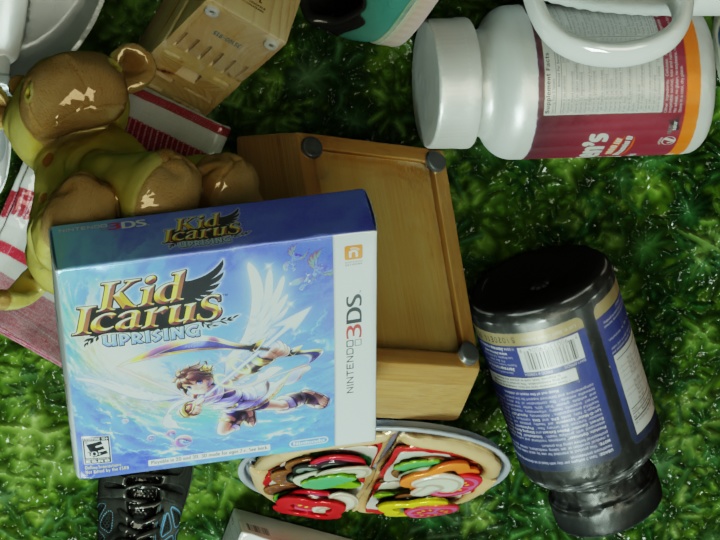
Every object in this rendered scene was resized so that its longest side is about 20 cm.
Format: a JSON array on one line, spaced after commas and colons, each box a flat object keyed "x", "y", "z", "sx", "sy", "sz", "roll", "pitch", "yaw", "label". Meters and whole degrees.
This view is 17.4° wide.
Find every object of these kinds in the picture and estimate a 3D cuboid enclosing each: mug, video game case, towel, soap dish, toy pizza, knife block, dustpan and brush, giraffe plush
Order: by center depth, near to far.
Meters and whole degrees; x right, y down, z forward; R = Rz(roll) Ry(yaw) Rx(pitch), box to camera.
[{"x": -0.089, "y": 0.043, "z": 1.481, "sx": 0.199, "sy": 0.046, "sz": 0.182, "roll": -7, "pitch": 130, "yaw": -8, "label": "video game case"}, {"x": -0.175, "y": -0.075, "z": 1.545, "sx": 0.172, "sy": 0.200, "sz": 0.163, "roll": -4, "pitch": 71, "yaw": -38, "label": "giraffe plush"}, {"x": 0.168, "y": -0.227, "z": 1.602, "sx": 0.174, "sy": 0.201, "sz": 0.148, "roll": 1, "pitch": 153, "yaw": -2, "label": "mug"}, {"x": -0.242, "y": -0.154, "z": 1.604, "sx": 0.139, "sy": 0.057, "sz": 0.201, "roll": 4, "pitch": 110, "yaw": -14, "label": "dustpan and brush"}, {"x": -0.184, "y": -0.032, "z": 1.626, "sx": 0.144, "sy": 0.023, "sz": 0.201, "roll": 26, "pitch": 98, "yaw": 23, "label": "towel"}, {"x": -0.078, "y": -0.217, "z": 1.627, "sx": 0.064, "sy": 0.176, "sz": 0.200, "roll": 29, "pitch": 146, "yaw": -19, "label": "knife block"}, {"x": 0.000, "y": 0.000, "z": 1.632, "sx": 0.157, "sy": 0.081, "sz": 0.201, "roll": 6, "pitch": 66, "yaw": -35, "label": "soap dish"}, {"x": 0.010, "y": 0.153, "z": 1.712, "sx": 0.199, "sy": 0.200, "sz": 0.032, "roll": 5, "pitch": 68, "yaw": -14, "label": "toy pizza"}]

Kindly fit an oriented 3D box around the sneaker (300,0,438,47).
[{"x": 0.026, "y": -0.226, "z": 1.588, "sx": 0.080, "sy": 0.072, "sz": 0.200, "roll": 0, "pitch": 141, "yaw": -31, "label": "sneaker"}]

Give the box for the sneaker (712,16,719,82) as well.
[{"x": 0.312, "y": -0.196, "z": 1.683, "sx": 0.076, "sy": 0.111, "sz": 0.201, "roll": 7, "pitch": 108, "yaw": -15, "label": "sneaker"}]

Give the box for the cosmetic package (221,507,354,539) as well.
[{"x": -0.016, "y": 0.250, "z": 1.802, "sx": 0.199, "sy": 0.051, "sz": 0.083, "roll": 17, "pitch": 103, "yaw": -17, "label": "cosmetic package"}]

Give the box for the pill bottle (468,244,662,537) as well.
[{"x": 0.159, "y": 0.092, "z": 1.751, "sx": 0.111, "sy": 0.112, "sz": 0.201, "roll": -21, "pitch": 112, "yaw": -4, "label": "pill bottle"}]

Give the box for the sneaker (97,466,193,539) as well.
[{"x": -0.159, "y": 0.185, "z": 1.731, "sx": 0.073, "sy": 0.082, "sz": 0.201, "roll": 3, "pitch": 107, "yaw": -11, "label": "sneaker"}]

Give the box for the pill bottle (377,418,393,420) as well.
[{"x": -0.064, "y": 0.048, "z": 1.688, "sx": 0.199, "sy": 0.109, "sz": 0.110, "roll": 32, "pitch": 100, "yaw": -21, "label": "pill bottle"}]

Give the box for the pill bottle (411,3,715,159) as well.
[{"x": 0.142, "y": -0.134, "z": 1.669, "sx": 0.199, "sy": 0.110, "sz": 0.110, "roll": -3, "pitch": 110, "yaw": -11, "label": "pill bottle"}]
